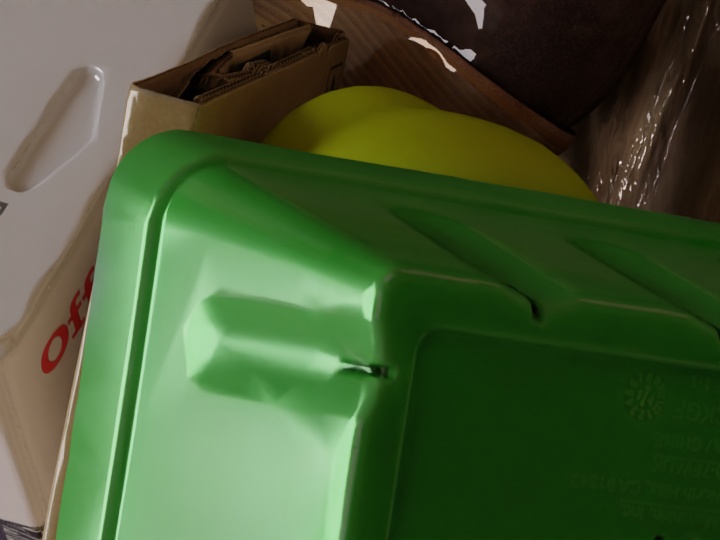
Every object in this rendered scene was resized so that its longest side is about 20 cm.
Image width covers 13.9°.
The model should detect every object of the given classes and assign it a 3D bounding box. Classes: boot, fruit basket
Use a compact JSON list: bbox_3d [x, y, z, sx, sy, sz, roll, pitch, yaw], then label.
[{"bbox_3d":[0.023,-0.124,0.858,0.166,0.072,0.200,-46,59,16],"label":"boot"},{"bbox_3d":[0.023,0.037,0.666,0.216,0.214,0.157,-171,90,-78],"label":"fruit basket"}]

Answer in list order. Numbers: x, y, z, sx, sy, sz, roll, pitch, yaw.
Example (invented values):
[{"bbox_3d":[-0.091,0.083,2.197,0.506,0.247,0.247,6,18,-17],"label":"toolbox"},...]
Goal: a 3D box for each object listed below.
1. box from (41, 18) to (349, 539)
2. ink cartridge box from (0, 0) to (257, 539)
[{"bbox_3d":[-0.049,0.040,0.769,0.163,0.021,0.201,-40,-36,-74],"label":"box"},{"bbox_3d":[-0.087,0.016,0.846,0.200,0.084,0.145,82,-149,-54],"label":"ink cartridge box"}]
